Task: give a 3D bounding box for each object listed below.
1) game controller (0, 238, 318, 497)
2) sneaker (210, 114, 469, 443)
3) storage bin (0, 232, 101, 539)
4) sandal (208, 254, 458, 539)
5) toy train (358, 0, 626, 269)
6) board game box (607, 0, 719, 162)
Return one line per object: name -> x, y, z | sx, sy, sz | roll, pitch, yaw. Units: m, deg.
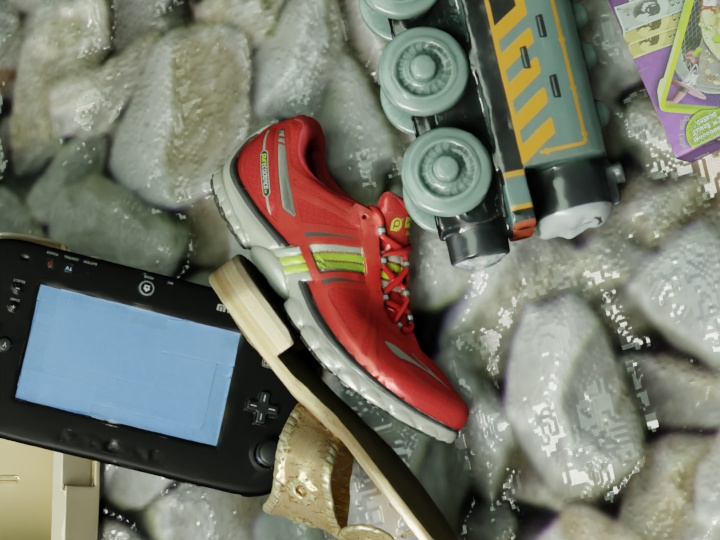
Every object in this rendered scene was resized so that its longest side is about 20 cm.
game controller -> -0.123, 0.051, 1.489 | 0.200, 0.042, 0.105 | 14, 85, -11
sneaker -> 0.000, 0.000, 1.474 | 0.085, 0.077, 0.200 | -39, 72, 9
storage bin -> -0.248, 0.085, 1.568 | 0.198, 0.094, 0.200 | -2, 84, 25
sandal -> -0.028, 0.095, 1.463 | 0.070, 0.078, 0.212 | -38, 78, 7
toy train -> 0.065, -0.104, 1.444 | 0.114, 0.085, 0.200 | -13, 81, 0
board game box -> 0.224, -0.151, 1.409 | 0.200, 0.032, 0.120 | -27, 72, 20
